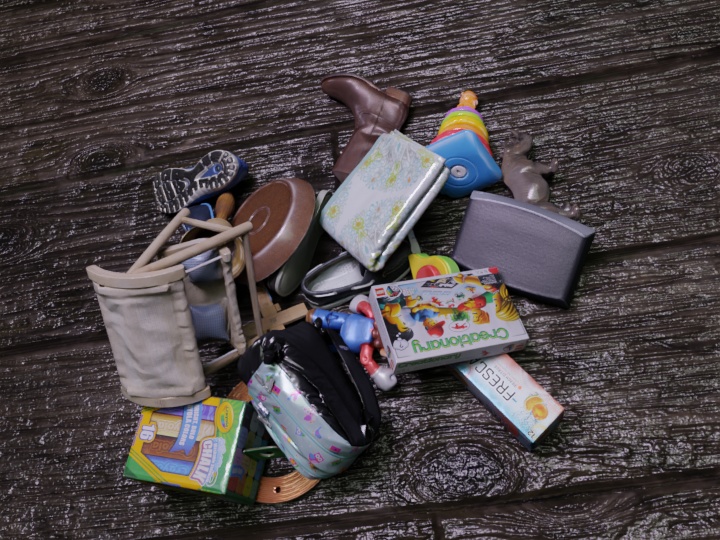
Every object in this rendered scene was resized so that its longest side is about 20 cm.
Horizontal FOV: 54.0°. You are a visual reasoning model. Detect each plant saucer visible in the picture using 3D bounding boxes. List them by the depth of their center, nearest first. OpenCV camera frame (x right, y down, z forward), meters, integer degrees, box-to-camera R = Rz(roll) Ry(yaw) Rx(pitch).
[{"bbox_3d":[-0.158,-0.073,1.147,0.198,0.034,0.203,-28,43,29],"label":"plant saucer"}]

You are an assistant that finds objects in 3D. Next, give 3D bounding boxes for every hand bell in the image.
[{"bbox_3d":[-0.227,-0.078,1.141,0.102,0.106,0.201,-14,33,5],"label":"hand bell"}]

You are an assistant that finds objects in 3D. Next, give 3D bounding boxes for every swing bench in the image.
[{"bbox_3d":[-0.240,0.054,0.964,0.128,0.202,0.200,12,34,26],"label":"swing bench"}]

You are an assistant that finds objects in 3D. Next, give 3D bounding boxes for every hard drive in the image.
[{"bbox_3d":[0.238,-0.035,1.068,0.197,0.042,0.137,22,97,22],"label":"hard drive"}]

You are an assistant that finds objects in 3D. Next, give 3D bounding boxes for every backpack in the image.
[{"bbox_3d":[-0.066,0.179,0.975,0.201,0.166,0.127,51,120,13],"label":"backpack"}]

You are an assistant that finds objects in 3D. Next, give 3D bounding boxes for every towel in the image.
[{"bbox_3d":[0.033,-0.116,1.096,0.201,0.048,0.171,-53,38,4],"label":"towel"}]

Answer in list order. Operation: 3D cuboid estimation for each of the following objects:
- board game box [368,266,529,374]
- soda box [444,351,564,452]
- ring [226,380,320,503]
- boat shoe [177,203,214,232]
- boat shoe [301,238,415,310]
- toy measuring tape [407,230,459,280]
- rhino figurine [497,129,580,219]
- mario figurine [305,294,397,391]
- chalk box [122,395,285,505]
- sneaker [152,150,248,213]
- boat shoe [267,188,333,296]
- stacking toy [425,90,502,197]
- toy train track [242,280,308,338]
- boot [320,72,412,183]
[{"bbox_3d":[0.122,0.067,0.991,0.196,0.035,0.128,-9,55,-15],"label":"board game box"},{"bbox_3d":[0.193,0.158,1.004,0.068,0.064,0.200,-41,63,-9],"label":"soda box"},{"bbox_3d":[-0.125,0.243,1.056,0.196,0.019,0.204,-4,65,9],"label":"ring"},{"bbox_3d":[-0.266,-0.021,1.179,0.067,0.085,0.202,-10,48,-14],"label":"boat shoe"},{"bbox_3d":[0.000,0.000,1.118,0.198,0.061,0.076,-30,63,-3],"label":"boat shoe"},{"bbox_3d":[0.111,-0.024,1.088,0.072,0.074,0.204,-14,77,5],"label":"toy measuring tape"},{"bbox_3d":[0.272,-0.150,1.130,0.086,0.060,0.203,-18,64,1],"label":"rhino figurine"},{"bbox_3d":[0.016,0.108,1.072,0.196,0.106,0.126,2,101,24],"label":"mario figurine"},{"bbox_3d":[-0.202,0.252,0.988,0.196,0.125,0.126,5,66,16],"label":"chalk box"},{"bbox_3d":[-0.280,-0.150,1.243,0.197,0.089,0.080,-15,85,23],"label":"sneaker"},{"bbox_3d":[-0.108,-0.049,1.160,0.060,0.072,0.203,13,61,21],"label":"boat shoe"},{"bbox_3d":[0.171,-0.232,1.175,0.108,0.116,0.203,-19,42,34],"label":"stacking toy"},{"bbox_3d":[-0.154,0.058,1.137,0.113,0.033,0.201,-19,53,-17],"label":"toy train track"},{"bbox_3d":[-0.019,-0.238,1.236,0.183,0.064,0.203,16,74,19],"label":"boot"}]
